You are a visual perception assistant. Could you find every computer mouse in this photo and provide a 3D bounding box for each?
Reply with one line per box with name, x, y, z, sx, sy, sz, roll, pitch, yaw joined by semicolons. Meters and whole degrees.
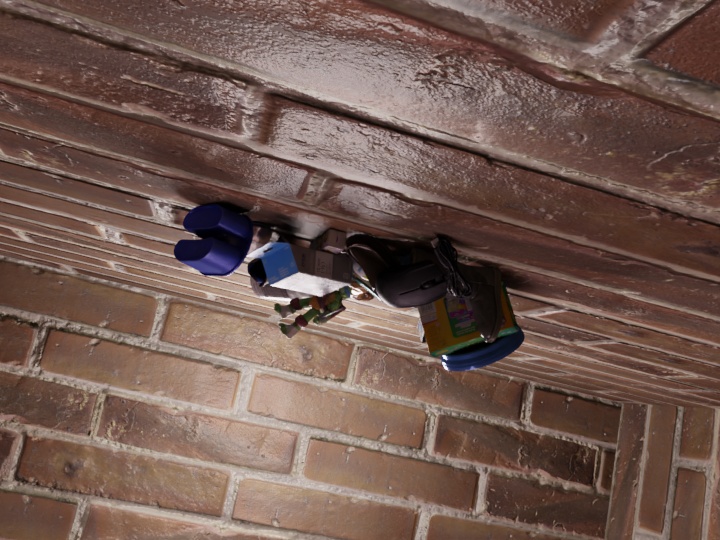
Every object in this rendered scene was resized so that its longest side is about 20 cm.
computer mouse;0.109;0.023;1.377;0.199;0.139;0.053;-20;-163;31

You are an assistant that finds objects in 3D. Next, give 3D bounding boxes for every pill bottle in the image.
pill bottle;-0.190;0.027;1.867;0.199;0.115;0.114;4;166;38

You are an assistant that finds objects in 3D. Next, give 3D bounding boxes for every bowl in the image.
bowl;0.276;0.166;1.601;0.199;0.040;0.201;-23;-170;4

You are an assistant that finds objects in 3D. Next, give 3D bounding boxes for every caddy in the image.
caddy;-0.309;-0.061;1.496;0.105;0.142;0.199;26;163;-40

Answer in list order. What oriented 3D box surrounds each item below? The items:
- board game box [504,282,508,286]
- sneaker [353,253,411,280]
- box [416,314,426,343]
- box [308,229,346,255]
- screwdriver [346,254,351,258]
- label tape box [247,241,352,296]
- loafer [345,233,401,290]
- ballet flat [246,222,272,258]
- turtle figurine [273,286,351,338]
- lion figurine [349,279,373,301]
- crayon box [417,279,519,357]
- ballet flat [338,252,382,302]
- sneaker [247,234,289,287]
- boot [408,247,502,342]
board game box;0.254;0.048;1.648;0.157;0.039;0.200;-10;162;-15
sneaker;0.083;-0.014;1.537;0.198;0.076;0.105;12;150;3
box;0.241;0.116;1.698;0.197;0.050;0.200;-13;163;-2
box;-0.077;-0.052;1.549;0.038;0.042;0.200;14;170;-15
screwdriver;0.064;-0.013;1.612;0.198;0.028;0.029;14;174;0
label tape box;-0.137;-0.002;1.525;0.199;0.067;0.143;11;162;-31
loafer;0.045;0.003;1.463;0.200;0.072;0.073;40;139;-14
ballet flat;-0.256;-0.062;1.622;0.068;0.068;0.200;16;168;-20
turtle figurine;-0.128;0.070;1.707;0.193;0.145;0.200;-30;175;11
lion figurine;-0.006;0.037;1.809;0.122;0.073;0.200;27;175;-4
crayon box;0.235;0.104;1.535;0.199;0.120;0.058;-20;158;16
ballet flat;0.000;0.000;1.647;0.199;0.062;0.067;36;172;16
sneaker;-0.213;-0.011;1.663;0.081;0.115;0.200;54;169;13
boot;0.192;0.050;1.444;0.198;0.183;0.073;12;151;-17
